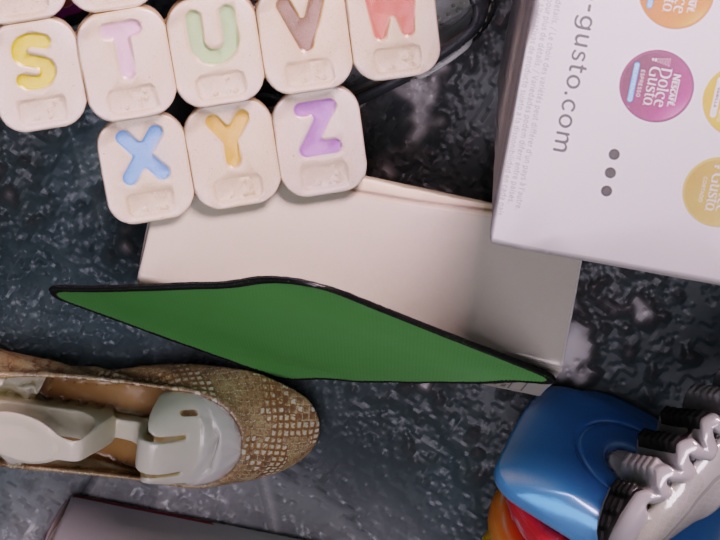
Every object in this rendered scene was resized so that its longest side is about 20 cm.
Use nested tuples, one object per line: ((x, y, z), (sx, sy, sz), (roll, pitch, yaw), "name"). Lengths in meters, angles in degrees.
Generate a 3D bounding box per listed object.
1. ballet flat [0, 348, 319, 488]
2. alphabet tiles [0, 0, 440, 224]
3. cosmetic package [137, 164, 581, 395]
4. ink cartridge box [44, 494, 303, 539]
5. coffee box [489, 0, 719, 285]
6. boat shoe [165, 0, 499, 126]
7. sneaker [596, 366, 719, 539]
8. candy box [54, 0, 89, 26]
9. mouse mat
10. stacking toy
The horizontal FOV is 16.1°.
((-0.121, 0.081, 1.263), (0.198, 0.065, 0.071), (3, 112, 4), "ballet flat")
((-0.067, -0.120, 1.110), (0.198, 0.015, 0.197), (-8, 107, -2), "alphabet tiles")
((0.000, 0.000, 1.194), (0.198, 0.104, 0.074), (11, 80, -1), "cosmetic package")
((-0.103, 0.234, 1.310), (0.145, 0.083, 0.201), (11, 111, 0), "ink cartridge box")
((0.169, -0.120, 1.090), (0.196, 0.200, 0.201), (10, 111, 0), "coffee box")
((-0.031, -0.103, 1.188), (0.199, 0.060, 0.076), (-26, 107, 14), "boat shoe")
((0.193, 0.070, 1.153), (0.200, 0.075, 0.081), (-41, 97, -1), "sneaker")
((-0.088, -0.206, 1.137), (0.199, 0.061, 0.137), (-21, 126, 13), "candy box")
((-0.029, 0.029, 1.162), (0.160, 0.199, 0.008), (22, 73, -39), "mouse mat")
((0.091, 0.168, 1.268), (0.116, 0.110, 0.201), (31, 122, 5), "stacking toy")
